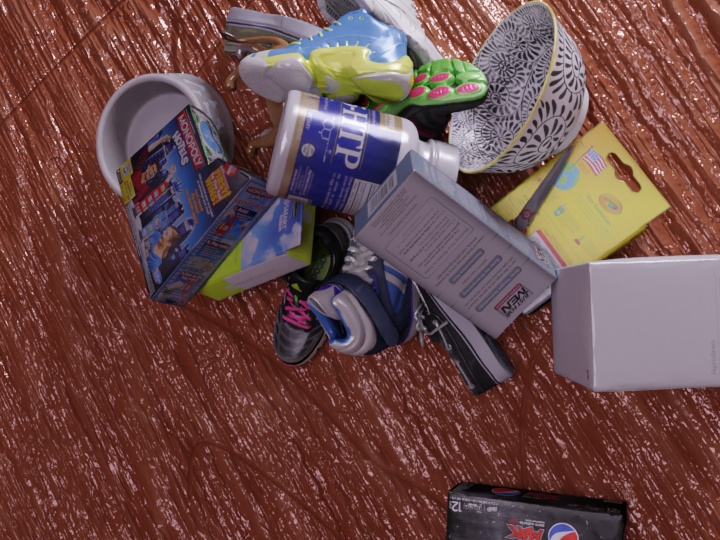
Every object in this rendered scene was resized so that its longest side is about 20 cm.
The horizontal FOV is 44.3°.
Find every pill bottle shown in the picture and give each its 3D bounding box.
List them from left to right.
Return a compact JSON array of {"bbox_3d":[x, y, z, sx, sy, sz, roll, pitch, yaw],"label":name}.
[{"bbox_3d":[0.003,-0.121,0.990,0.199,0.120,0.120,12,95,-9],"label":"pill bottle"}]

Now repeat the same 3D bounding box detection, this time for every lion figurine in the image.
[{"bbox_3d":[-0.091,-0.209,1.070,0.122,0.072,0.201,-11,109,32],"label":"lion figurine"}]

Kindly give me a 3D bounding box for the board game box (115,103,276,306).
[{"bbox_3d":[-0.199,-0.093,1.093,0.199,0.062,0.201,-34,62,25],"label":"board game box"}]

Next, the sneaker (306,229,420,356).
[{"bbox_3d":[0.000,0.000,1.043,0.080,0.146,0.201,-4,92,45],"label":"sneaker"}]

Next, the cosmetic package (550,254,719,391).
[{"bbox_3d":[0.305,0.049,0.878,0.199,0.199,0.124,-4,88,2],"label":"cosmetic package"}]

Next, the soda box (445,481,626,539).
[{"bbox_3d":[0.201,0.293,1.015,0.199,0.063,0.071,3,91,21],"label":"soda box"}]

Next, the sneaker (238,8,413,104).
[{"bbox_3d":[-0.036,-0.246,1.016,0.199,0.076,0.106,7,65,3],"label":"sneaker"}]

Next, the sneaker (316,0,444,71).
[{"bbox_3d":[0.047,-0.299,1.072,0.200,0.099,0.078,45,143,-6],"label":"sneaker"}]

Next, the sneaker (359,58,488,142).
[{"bbox_3d":[0.075,-0.186,1.044,0.199,0.084,0.077,-14,45,44],"label":"sneaker"}]

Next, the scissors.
[{"bbox_3d":[0.185,-0.049,0.998,0.200,0.014,0.073,-43,75,14],"label":"scissors"}]

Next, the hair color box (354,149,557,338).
[{"bbox_3d":[0.101,-0.026,0.942,0.200,0.061,0.099,35,113,-17],"label":"hair color box"}]

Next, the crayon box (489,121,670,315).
[{"bbox_3d":[0.235,-0.057,1.011,0.200,0.051,0.127,-38,77,17],"label":"crayon box"}]

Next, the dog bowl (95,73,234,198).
[{"bbox_3d":[-0.272,-0.175,1.202,0.199,0.059,0.201,0,90,20],"label":"dog bowl"}]

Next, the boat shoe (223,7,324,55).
[{"bbox_3d":[-0.100,-0.288,1.120,0.200,0.072,0.062,24,104,42],"label":"boat shoe"}]

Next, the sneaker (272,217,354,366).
[{"bbox_3d":[-0.070,0.026,1.107,0.073,0.087,0.201,25,99,19],"label":"sneaker"}]

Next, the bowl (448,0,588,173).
[{"bbox_3d":[0.190,-0.187,0.987,0.094,0.201,0.202,20,99,-22],"label":"bowl"}]

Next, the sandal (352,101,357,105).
[{"bbox_3d":[-0.047,-0.189,1.124,0.076,0.043,0.201,5,91,21],"label":"sandal"}]

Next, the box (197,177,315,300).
[{"bbox_3d":[-0.125,-0.048,1.098,0.199,0.048,0.123,-20,57,39],"label":"box"}]

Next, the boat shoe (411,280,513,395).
[{"bbox_3d":[0.098,0.059,1.036,0.068,0.074,0.200,-33,104,17],"label":"boat shoe"}]
